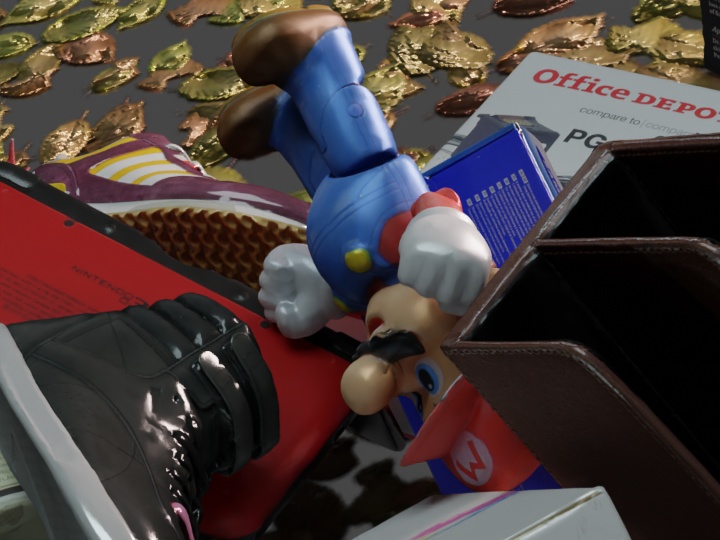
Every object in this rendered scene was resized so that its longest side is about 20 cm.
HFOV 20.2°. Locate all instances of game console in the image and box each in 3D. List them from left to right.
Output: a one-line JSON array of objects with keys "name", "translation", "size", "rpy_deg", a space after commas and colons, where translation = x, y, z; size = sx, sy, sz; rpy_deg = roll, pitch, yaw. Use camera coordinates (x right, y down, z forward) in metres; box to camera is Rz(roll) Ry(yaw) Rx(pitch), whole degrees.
[{"name": "game console", "translation": [-0.096, 0.050, 0.868], "size": [0.199, 0.119, 0.172], "rpy_deg": [26, 47, 16]}]

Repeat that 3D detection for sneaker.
[{"name": "sneaker", "translation": [-0.064, 0.066, 0.704], "size": [0.099, 0.071, 0.200], "rpy_deg": [-16, 34, -18]}, {"name": "sneaker", "translation": [-0.095, -0.035, 1.062], "size": [0.199, 0.075, 0.090], "rpy_deg": [4, 44, 21]}]

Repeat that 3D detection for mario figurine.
[{"name": "mario figurine", "translation": [0.000, 0.000, 0.757], "size": [0.106, 0.123, 0.200], "rpy_deg": [-38, 67, 10]}]

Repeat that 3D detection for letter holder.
[{"name": "letter holder", "translation": [0.150, 0.059, 0.666], "size": [0.101, 0.200, 0.142], "rpy_deg": [-50, 22, -21]}]

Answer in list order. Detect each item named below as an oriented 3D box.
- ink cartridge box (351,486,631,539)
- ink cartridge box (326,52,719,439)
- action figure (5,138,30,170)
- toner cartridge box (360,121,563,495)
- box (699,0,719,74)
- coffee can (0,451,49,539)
[{"name": "ink cartridge box", "translation": [0.031, 0.156, 0.660], "size": [0.125, 0.129, 0.200], "rpy_deg": [-28, 1, -17]}, {"name": "ink cartridge box", "translation": [0.094, -0.005, 0.948], "size": [0.144, 0.085, 0.200], "rpy_deg": [17, 49, 33]}, {"name": "action figure", "translation": [-0.193, -0.036, 1.010], "size": [0.052, 0.200, 0.065], "rpy_deg": [-43, 18, -21]}, {"name": "toner cartridge box", "translation": [0.070, 0.052, 0.813], "size": [0.095, 0.043, 0.201], "rpy_deg": [-28, 74, 13]}, {"name": "box", "translation": [0.269, -0.171, 1.013], "size": [0.104, 0.183, 0.200], "rpy_deg": [-35, 42, -24]}, {"name": "coffee can", "translation": [-0.187, 0.108, 0.857], "size": [0.146, 0.147, 0.200], "rpy_deg": [-31, 40, -19]}]
